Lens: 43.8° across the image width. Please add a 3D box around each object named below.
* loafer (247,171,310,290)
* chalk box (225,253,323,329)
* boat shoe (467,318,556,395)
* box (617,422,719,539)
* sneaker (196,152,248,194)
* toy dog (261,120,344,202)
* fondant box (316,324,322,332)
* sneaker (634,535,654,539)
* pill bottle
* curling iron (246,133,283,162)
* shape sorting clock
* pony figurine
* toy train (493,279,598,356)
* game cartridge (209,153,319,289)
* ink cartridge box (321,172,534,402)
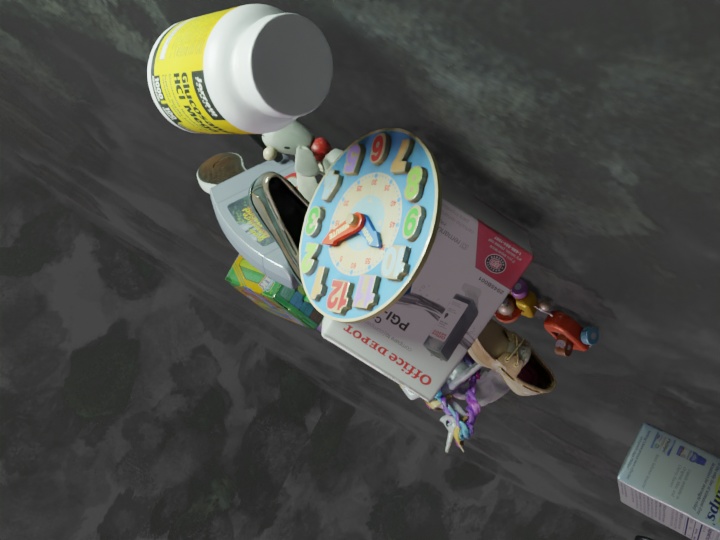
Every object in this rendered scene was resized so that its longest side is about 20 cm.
[{"bbox_3d":[-0.052,-0.027,1.005,0.200,0.072,0.063,49,165,-6],"label":"loafer"},{"bbox_3d":[-0.118,0.013,1.571,0.198,0.126,0.124,15,161,47],"label":"chalk box"},{"bbox_3d":[0.228,0.125,1.344,0.069,0.075,0.199,-3,147,46],"label":"boat shoe"},{"bbox_3d":[0.523,0.352,1.430,0.198,0.106,0.184,25,166,26],"label":"box"},{"bbox_3d":[-0.171,-0.102,1.269,0.200,0.072,0.085,40,158,51],"label":"sneaker"},{"bbox_3d":[-0.033,-0.093,1.033,0.198,0.097,0.132,25,166,24],"label":"toy dog"},{"bbox_3d":[-0.068,0.091,1.901,0.144,0.059,0.199,37,167,-26],"label":"fondant box"},{"bbox_3d":[0.844,0.814,2.483,0.198,0.088,0.075,26,167,19],"label":"sneaker"},{"bbox_3d":[-0.113,-0.184,0.833,0.112,0.114,0.199,38,165,-32],"label":"pill bottle"},{"bbox_3d":[-0.163,-0.195,1.093,0.049,0.026,0.199,-27,136,29],"label":"curling iron"},{"bbox_3d":[0.003,-0.047,0.894,0.039,0.204,0.199,16,180,-40],"label":"shape sorting clock"},{"bbox_3d":[0.160,0.177,1.480,0.200,0.193,0.167,45,174,34],"label":"pony figurine"},{"bbox_3d":[0.207,0.066,1.182,0.150,0.056,0.199,39,164,-32],"label":"toy train"},{"bbox_3d":[-0.099,-0.064,1.108,0.200,0.132,0.041,43,156,37],"label":"game cartridge"},{"bbox_3d":[0.069,0.015,0.950,0.144,0.201,0.085,31,-159,-6],"label":"ink cartridge box"}]
